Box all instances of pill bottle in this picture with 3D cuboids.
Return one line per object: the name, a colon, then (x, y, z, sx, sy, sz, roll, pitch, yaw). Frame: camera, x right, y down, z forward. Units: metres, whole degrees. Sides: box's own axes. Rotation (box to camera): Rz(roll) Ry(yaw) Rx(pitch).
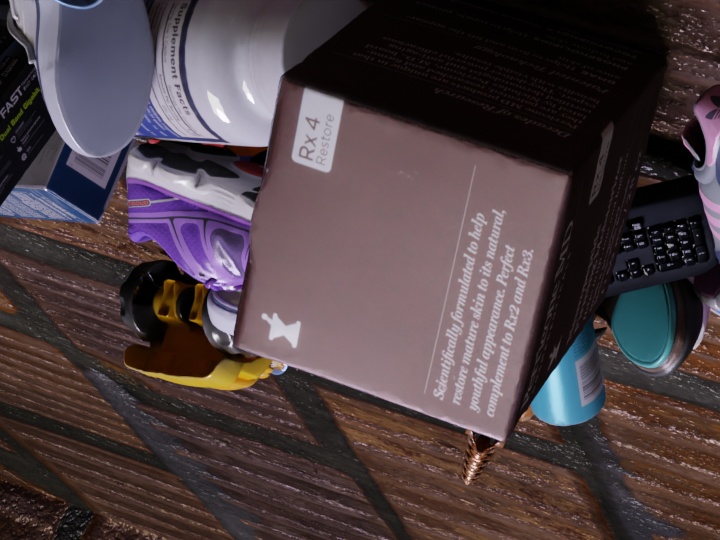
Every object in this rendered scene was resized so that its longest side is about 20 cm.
pill bottle: (-0.087, -0.132, 1.511, 0.200, 0.111, 0.111, 6, 157, 45)

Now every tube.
tube: (0.123, 0.008, 1.584, 0.050, 0.078, 0.200, -4, 126, 10)

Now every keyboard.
keyboard: (0.114, -0.006, 1.506, 0.199, 0.040, 0.104, -15, 130, 7)

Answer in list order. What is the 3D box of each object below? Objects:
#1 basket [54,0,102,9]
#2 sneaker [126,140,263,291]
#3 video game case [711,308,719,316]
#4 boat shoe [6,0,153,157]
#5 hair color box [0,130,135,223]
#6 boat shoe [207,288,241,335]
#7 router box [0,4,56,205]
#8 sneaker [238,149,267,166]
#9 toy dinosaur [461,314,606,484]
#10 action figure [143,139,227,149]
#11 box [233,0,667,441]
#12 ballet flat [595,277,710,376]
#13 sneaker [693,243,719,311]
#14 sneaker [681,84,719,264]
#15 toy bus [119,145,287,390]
basket: (-0.178, -0.221, 1.298, 0.176, 0.139, 0.200, 28, 154, -19)
sneaker: (-0.062, -0.018, 1.538, 0.200, 0.084, 0.081, 23, -154, 31)
video game case: (0.342, 0.052, 1.685, 0.200, 0.017, 0.143, 29, 163, -21)
boat shoe: (-0.182, -0.168, 1.460, 0.086, 0.074, 0.203, 18, 125, 52)
hair color box: (-0.259, -0.096, 1.882, 0.200, 0.100, 0.060, 6, 158, 46)
boat shoe: (0.000, 0.000, 1.579, 0.199, 0.072, 0.062, -6, 123, 1)
router box: (-0.300, -0.102, 1.739, 0.150, 0.200, 0.062, 11, 145, 33)
sneaker: (-0.011, -0.018, 1.650, 0.078, 0.070, 0.200, -6, 151, 31)
toy dinosaur: (0.108, 0.067, 1.824, 0.102, 0.136, 0.200, 40, 119, -7)
action figure: (-0.071, -0.122, 1.634, 0.200, 0.099, 0.065, -23, 133, 37)
box: (0.052, -0.040, 1.363, 0.164, 0.166, 0.200, 19, -152, 13)
ballet flat: (0.188, 0.015, 1.624, 0.068, 0.068, 0.200, 17, -162, -26)
sneaker: (0.303, 0.026, 1.526, 0.200, 0.081, 0.089, 12, 149, 49)
sneaker: (0.224, -0.056, 1.447, 0.082, 0.070, 0.200, 42, 167, 11)
toy bus: (-0.054, 0.005, 1.770, 0.192, 0.201, 0.136, 26, 168, -39)
